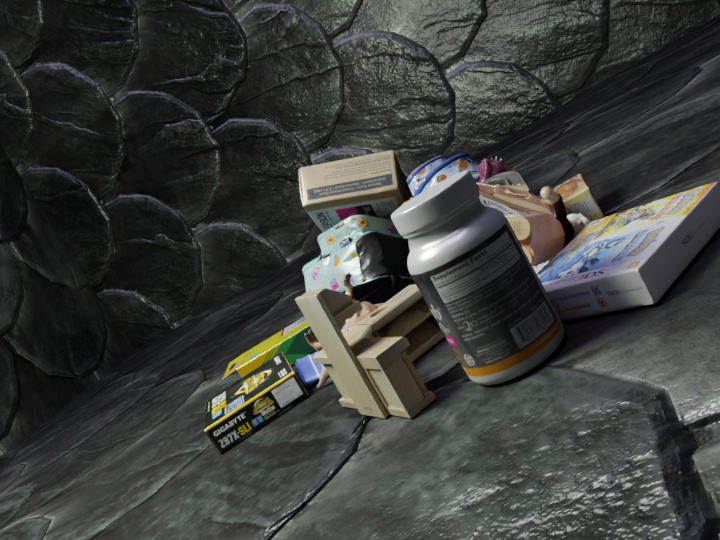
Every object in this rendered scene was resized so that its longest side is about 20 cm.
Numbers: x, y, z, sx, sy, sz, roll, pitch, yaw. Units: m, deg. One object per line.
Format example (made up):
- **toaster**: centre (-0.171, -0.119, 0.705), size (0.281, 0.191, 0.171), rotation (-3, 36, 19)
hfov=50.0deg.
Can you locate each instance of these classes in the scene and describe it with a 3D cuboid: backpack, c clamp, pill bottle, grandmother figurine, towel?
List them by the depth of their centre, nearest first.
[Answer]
- **pill bottle**: centre (0.119, 0.007, 0.803), size (0.116, 0.201, 0.116), rotation (-30, 7, 4)
- **grandmother figurine**: centre (0.243, -0.045, 0.988), size (0.060, 0.123, 0.199), rotation (9, 10, 38)
- **c clamp**: centre (0.197, -0.098, 1.249), size (0.170, 0.027, 0.201), rotation (-26, 26, 17)
- **towel**: centre (-0.017, 0.120, 1.268), size (0.199, 0.024, 0.145), rotation (-32, 9, -6)
- **backpack**: centre (0.000, 0.000, 1.291), size (0.175, 0.155, 0.199), rotation (2, -28, -47)
- **backpack**: centre (0.174, -0.145, 1.552), size (0.199, 0.154, 0.191), rotation (-37, -14, -33)

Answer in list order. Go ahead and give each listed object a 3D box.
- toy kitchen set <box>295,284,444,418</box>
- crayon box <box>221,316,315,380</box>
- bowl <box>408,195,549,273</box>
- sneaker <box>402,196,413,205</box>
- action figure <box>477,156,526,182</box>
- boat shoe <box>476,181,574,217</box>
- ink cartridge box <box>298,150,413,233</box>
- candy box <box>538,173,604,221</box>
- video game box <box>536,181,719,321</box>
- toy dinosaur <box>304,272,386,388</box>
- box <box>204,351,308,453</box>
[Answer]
- **toy kitchen set**: centre (0.037, 0.056, 0.942), size (0.180, 0.164, 0.200), rotation (-34, 9, -23)
- **crayon box**: centre (-0.163, 0.159, 1.472), size (0.199, 0.051, 0.127), rotation (-31, 8, 2)
- **bowl**: centre (0.147, -0.010, 1.049), size (0.200, 0.200, 0.095), rotation (-39, -28, -44)
- **sneaker**: centre (0.095, -0.071, 1.192), size (0.079, 0.081, 0.200), rotation (-64, -1, 0)
- **action figure**: centre (0.236, -0.108, 1.409), size (0.150, 0.133, 0.201), rotation (108, -177, -52)
- **boat shoe**: centre (0.225, -0.090, 1.140), size (0.072, 0.199, 0.076), rotation (-49, -28, -23)
- **ink cartridge box**: centre (0.002, -0.117, 1.317), size (0.163, 0.076, 0.200), rotation (-11, -20, 11)
- **candy box**: centre (0.274, -0.071, 1.214), size (0.199, 0.056, 0.116), rotation (-29, 11, 16)
- **video game box**: centre (0.289, -0.015, 0.865), size (0.199, 0.047, 0.181), rotation (-37, 12, -35)
- **toy dinosaur**: centre (0.007, 0.098, 1.141), size (0.201, 0.135, 0.086), rotation (-54, -30, -11)
- **box**: centre (-0.171, 0.206, 1.237), size (0.159, 0.050, 0.200), rotation (-34, 8, -7)
